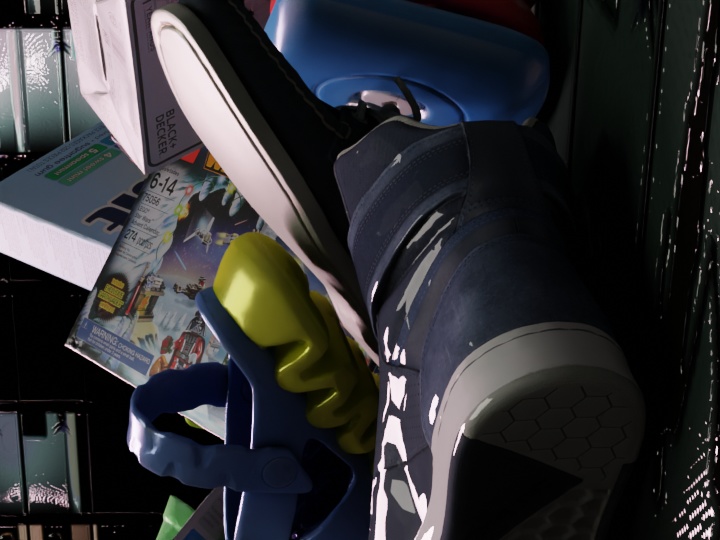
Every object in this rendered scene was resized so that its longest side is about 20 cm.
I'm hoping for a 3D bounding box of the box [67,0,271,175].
[{"bbox_3d":[-0.030,-0.139,0.752,0.060,0.199,0.117,49,157,29],"label":"box"}]

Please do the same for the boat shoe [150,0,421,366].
[{"bbox_3d":[0.001,-0.026,0.611,0.200,0.062,0.075,53,170,-19],"label":"boat shoe"}]

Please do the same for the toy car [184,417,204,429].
[{"bbox_3d":[-0.015,0.008,1.089,0.158,0.163,0.201,94,-172,-61],"label":"toy car"}]

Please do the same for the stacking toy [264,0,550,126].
[{"bbox_3d":[0.030,-0.157,0.667,0.116,0.109,0.201,134,148,-73],"label":"stacking toy"}]

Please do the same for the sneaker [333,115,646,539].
[{"bbox_3d":[0.031,0.042,0.552,0.203,0.076,0.147,105,157,-46],"label":"sneaker"}]

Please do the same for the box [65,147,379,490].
[{"bbox_3d":[-0.041,0.007,0.751,0.200,0.040,0.138,22,84,47],"label":"box"}]

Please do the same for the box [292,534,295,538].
[{"bbox_3d":[-0.009,0.241,0.799,0.137,0.039,0.201,-126,31,-52],"label":"box"}]

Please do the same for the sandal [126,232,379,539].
[{"bbox_3d":[-0.016,0.081,0.628,0.200,0.087,0.080,55,-177,-23],"label":"sandal"}]

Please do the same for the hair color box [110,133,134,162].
[{"bbox_3d":[-0.039,-0.122,0.949,0.200,0.101,0.061,-54,-9,-5],"label":"hair color box"}]

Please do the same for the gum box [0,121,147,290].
[{"bbox_3d":[-0.108,-0.043,1.053,0.170,0.199,0.045,-37,-45,-38],"label":"gum box"}]

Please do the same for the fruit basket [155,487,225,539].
[{"bbox_3d":[-0.025,0.141,0.926,0.094,0.200,0.185,34,165,34],"label":"fruit basket"}]
